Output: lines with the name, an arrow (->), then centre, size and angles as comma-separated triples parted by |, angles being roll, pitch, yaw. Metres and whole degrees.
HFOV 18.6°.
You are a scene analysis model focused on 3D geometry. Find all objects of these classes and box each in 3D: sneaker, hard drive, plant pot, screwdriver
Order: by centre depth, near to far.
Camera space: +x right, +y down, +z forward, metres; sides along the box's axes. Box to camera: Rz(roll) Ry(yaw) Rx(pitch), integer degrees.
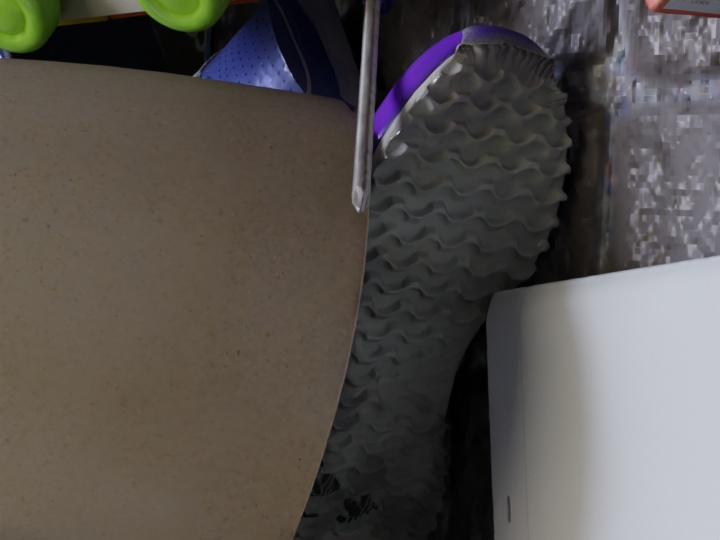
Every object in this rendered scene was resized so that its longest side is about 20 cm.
hard drive -> 0.102, 0.062, 0.592 | 0.200, 0.026, 0.132 | -11, 79, 59
plant pot -> -0.124, 0.009, 0.665 | 0.187, 0.199, 0.188 | -164, 90, -74
screwdriver -> 0.007, -0.075, 0.683 | 0.200, 0.029, 0.028 | -95, 14, -53
sneaker -> -0.001, 0.000, 0.721 | 0.100, 0.069, 0.201 | 56, 133, 52
sneaker -> -0.081, -0.016, 0.809 | 0.200, 0.115, 0.081 | -53, 47, 43

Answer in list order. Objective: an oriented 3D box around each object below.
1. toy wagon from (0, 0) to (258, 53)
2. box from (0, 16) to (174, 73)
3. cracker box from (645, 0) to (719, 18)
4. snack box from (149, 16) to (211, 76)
toy wagon -> -0.038, -0.134, 0.733 | 0.200, 0.040, 0.155 | -2, 42, 31
box -> -0.190, -0.082, 0.866 | 0.200, 0.104, 0.148 | -34, 68, 26
cracker box -> 0.122, -0.173, 0.536 | 0.200, 0.058, 0.134 | -49, 49, 46
snack box -> -0.101, -0.167, 0.920 | 0.116, 0.037, 0.201 | 4, 92, 59
